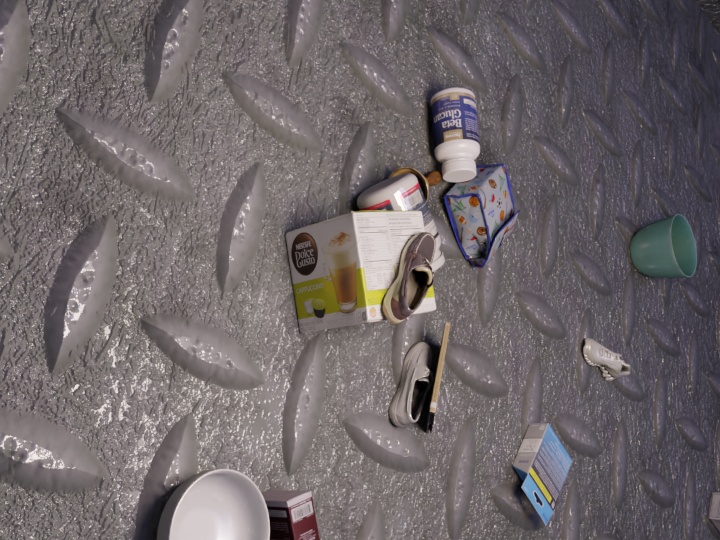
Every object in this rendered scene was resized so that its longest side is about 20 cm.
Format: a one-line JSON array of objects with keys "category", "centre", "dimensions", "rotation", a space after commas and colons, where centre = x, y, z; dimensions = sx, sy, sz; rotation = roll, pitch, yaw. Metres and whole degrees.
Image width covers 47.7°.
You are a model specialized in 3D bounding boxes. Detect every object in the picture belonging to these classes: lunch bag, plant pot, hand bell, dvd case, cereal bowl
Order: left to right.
[{"category": "cereal bowl", "centre": [-0.243, 0.420, 1.296], "dimensions": [0.198, 0.082, 0.205], "rotation": [14, 71, -45]}, {"category": "hand bell", "centre": [0.144, -0.202, 1.870], "dimensions": [0.199, 0.103, 0.106], "rotation": [-33, 105, -59]}, {"category": "dvd case", "centre": [0.168, 0.233, 1.761], "dimensions": [0.149, 0.016, 0.203], "rotation": [87, 14, -63]}, {"category": "lunch bag", "centre": [0.305, -0.133, 1.986], "dimensions": [0.170, 0.122, 0.203], "rotation": [-43, 126, -42]}, {"category": "plant pot", "centre": [0.980, -0.068, 2.658], "dimensions": [0.198, 0.159, 0.205], "rotation": [12, 73, -44]}]

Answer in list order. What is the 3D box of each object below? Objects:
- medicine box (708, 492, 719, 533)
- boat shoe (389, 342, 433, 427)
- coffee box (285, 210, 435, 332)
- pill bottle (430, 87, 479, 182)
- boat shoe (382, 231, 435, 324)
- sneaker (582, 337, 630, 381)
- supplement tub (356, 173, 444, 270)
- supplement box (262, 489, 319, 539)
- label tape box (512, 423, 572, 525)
[{"category": "medicine box", "centre": [1.327, 0.855, 2.791], "dimensions": [0.182, 0.198, 0.104], "rotation": [48, 53, -28]}, {"category": "boat shoe", "centre": [0.122, 0.239, 1.738], "dimensions": [0.072, 0.068, 0.202], "rotation": [50, 49, -26]}, {"category": "coffee box", "centre": [0.000, 0.000, 1.566], "dimensions": [0.198, 0.198, 0.202], "rotation": [-5, 85, -45]}, {"category": "pill bottle", "centre": [0.227, -0.320, 1.939], "dimensions": [0.110, 0.110, 0.204], "rotation": [11, 69, -44]}, {"category": "boat shoe", "centre": [0.104, 0.009, 1.481], "dimensions": [0.072, 0.064, 0.202], "rotation": [48, 50, -26]}, {"category": "sneaker", "centre": [0.713, 0.252, 2.361], "dimensions": [0.199, 0.080, 0.076], "rotation": [36, 59, -34]}, {"category": "supplement tub", "centre": [0.087, -0.090, 1.724], "dimensions": [0.140, 0.139, 0.203], "rotation": [-35, 107, -45]}, {"category": "supplement box", "centre": [-0.120, 0.484, 1.395], "dimensions": [0.060, 0.108, 0.205], "rotation": [-9, 88, -47]}, {"category": "label tape box", "centre": [0.444, 0.505, 2.027], "dimensions": [0.144, 0.065, 0.201], "rotation": [55, 50, -23]}]
